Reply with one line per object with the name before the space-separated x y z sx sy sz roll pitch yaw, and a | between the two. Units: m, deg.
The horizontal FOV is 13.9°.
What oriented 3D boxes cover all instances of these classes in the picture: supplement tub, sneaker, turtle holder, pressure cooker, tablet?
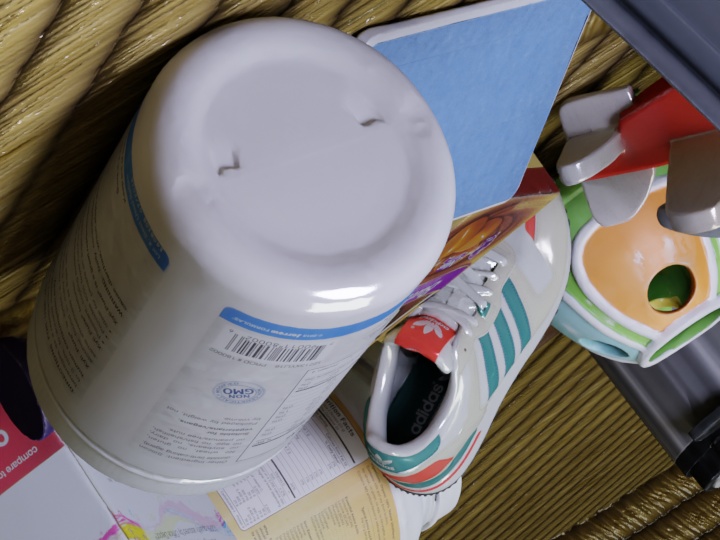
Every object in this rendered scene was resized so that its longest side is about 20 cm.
supplement tub | -0.055 0.136 1.736 0.200 0.145 0.145 -28 167 -28
sneaker | 0.058 0.029 1.649 0.200 0.070 0.093 -65 162 -4
supplement tub | -0.053 -0.002 1.205 0.132 0.132 0.200 -28 168 -31
turtle holder | 0.152 -0.007 1.769 0.141 0.132 0.186 -29 167 -30
pressure cooker | 0.266 0.057 2.036 0.176 0.200 0.179 -33 166 -15
tablet | 0.037 -0.070 1.374 0.200 0.014 0.130 -19 137 -51

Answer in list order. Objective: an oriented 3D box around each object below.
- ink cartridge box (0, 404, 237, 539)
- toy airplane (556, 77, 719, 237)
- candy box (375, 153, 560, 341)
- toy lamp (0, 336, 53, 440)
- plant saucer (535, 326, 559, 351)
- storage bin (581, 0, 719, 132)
ink cartridge box | -0.120 0.151 1.467 0.083 0.200 0.146 -37 168 11
toy airplane | 0.207 -0.076 1.609 0.200 0.141 0.199 -45 -168 -19
candy box | 0.000 0.000 1.560 0.200 0.057 0.117 -38 169 21
toy lamp | -0.081 0.014 1.391 0.200 0.058 0.058 -26 166 -26
plant saucer | 0.091 0.047 2.066 0.200 0.037 0.200 -34 169 -7
storage bin | 0.155 -0.137 1.118 0.134 0.200 0.145 -47 166 14
